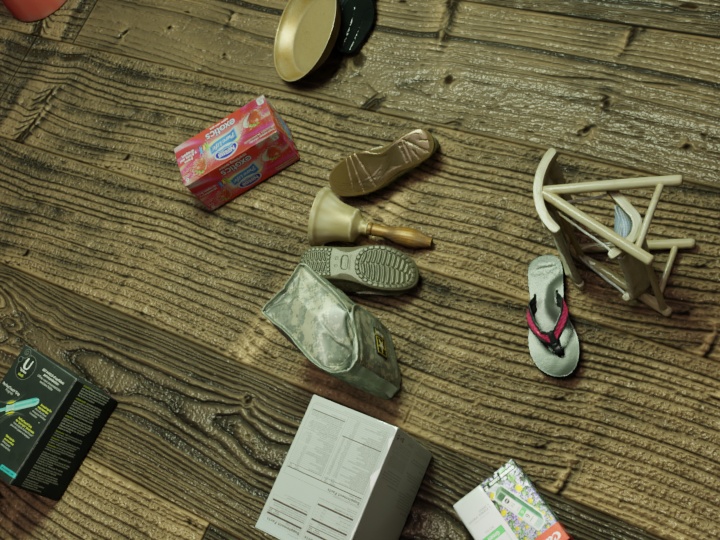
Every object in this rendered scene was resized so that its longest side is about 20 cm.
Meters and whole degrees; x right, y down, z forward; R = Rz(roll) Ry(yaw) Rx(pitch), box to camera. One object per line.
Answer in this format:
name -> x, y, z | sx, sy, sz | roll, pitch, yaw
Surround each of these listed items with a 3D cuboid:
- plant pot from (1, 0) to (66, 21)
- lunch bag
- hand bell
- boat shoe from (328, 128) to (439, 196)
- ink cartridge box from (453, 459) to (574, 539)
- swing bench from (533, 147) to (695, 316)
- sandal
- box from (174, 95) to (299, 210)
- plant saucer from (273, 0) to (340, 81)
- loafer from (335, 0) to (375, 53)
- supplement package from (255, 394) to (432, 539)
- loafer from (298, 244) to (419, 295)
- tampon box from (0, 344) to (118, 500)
plant pot -> -0.767, -0.693, 2.219 | 0.198, 0.177, 0.203 | -10, 63, 20
lunch bag -> -0.028, 0.104, 1.502 | 0.118, 0.164, 0.200 | -49, 57, 1
hand bell -> 0.023, -0.065, 1.621 | 0.198, 0.104, 0.105 | 15, 73, 17
boat shoe -> 0.042, -0.177, 1.673 | 0.198, 0.063, 0.074 | -20, 86, 19
ink cartridge box -> 0.225, 0.369, 1.326 | 0.109, 0.050, 0.201 | -39, 56, 4
swing bench -> 0.346, -0.051, 1.380 | 0.198, 0.199, 0.131 | 17, 74, 31
sandal -> 0.276, 0.063, 1.450 | 0.074, 0.045, 0.202 | -13, 62, 19
box -> -0.223, -0.211, 1.781 | 0.198, 0.100, 0.096 | -29, 58, 10
plant saucer -> -0.093, -0.444, 1.832 | 0.199, 0.035, 0.203 | -21, 62, 48
loafer -> -0.012, -0.497, 1.849 | 0.072, 0.072, 0.202 | -9, 63, 65
supplement package -> -0.020, 0.312, 1.406 | 0.149, 0.152, 0.202 | 16, 74, 30
loafer -> 0.000, 0.000, 1.601 | 0.197, 0.068, 0.077 | 9, 73, 12
tampon box -> -0.549, 0.262, 1.694 | 0.149, 0.126, 0.201 | 25, 78, 31
